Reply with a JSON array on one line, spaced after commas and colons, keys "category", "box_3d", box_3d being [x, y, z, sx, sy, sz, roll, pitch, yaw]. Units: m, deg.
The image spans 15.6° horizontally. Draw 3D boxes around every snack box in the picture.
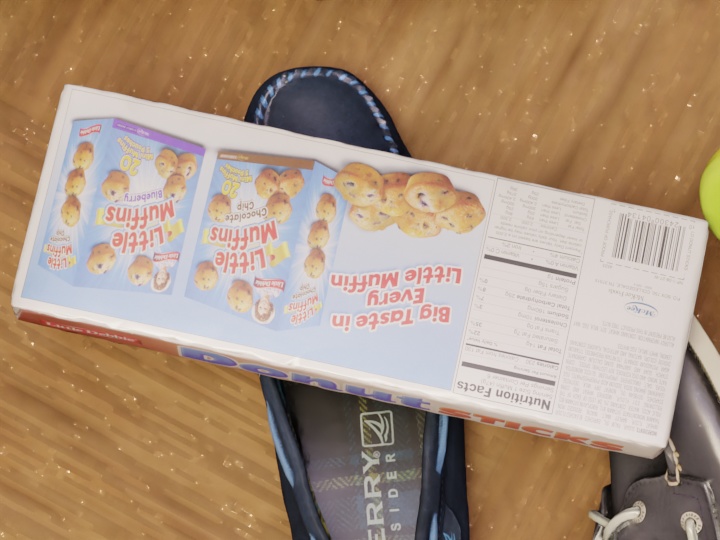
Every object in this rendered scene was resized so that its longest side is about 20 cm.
[{"category": "snack box", "box_3d": [0.000, 0.000, 0.790, 0.199, 0.024, 0.072, 12, 78, 1]}]

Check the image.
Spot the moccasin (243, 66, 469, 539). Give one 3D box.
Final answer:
[{"category": "moccasin", "box_3d": [0.005, 0.026, 0.831, 0.080, 0.068, 0.201, -14, 78, -1]}]

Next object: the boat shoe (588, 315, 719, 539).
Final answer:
[{"category": "boat shoe", "box_3d": [0.100, 0.091, 0.820, 0.063, 0.073, 0.201, -21, 86, -7]}]

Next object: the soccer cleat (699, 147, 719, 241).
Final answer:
[{"category": "soccer cleat", "box_3d": [0.205, -0.029, 0.800, 0.199, 0.065, 0.084, -1, 40, 12]}]
